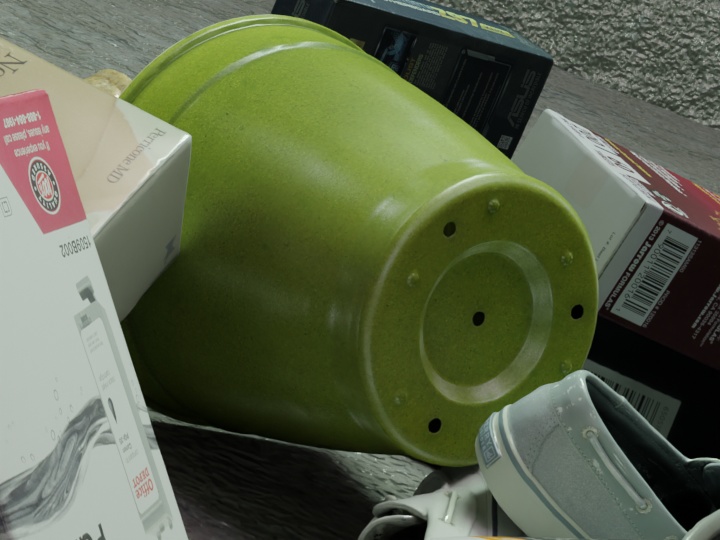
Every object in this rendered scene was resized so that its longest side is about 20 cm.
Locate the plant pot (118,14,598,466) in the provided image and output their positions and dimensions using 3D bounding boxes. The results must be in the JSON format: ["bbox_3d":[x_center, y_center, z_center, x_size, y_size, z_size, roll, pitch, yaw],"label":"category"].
[{"bbox_3d":[0.000,0.000,1.255,0.200,0.201,0.193,12,6,-37],"label":"plant pot"}]

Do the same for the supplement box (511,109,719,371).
[{"bbox_3d":[0.168,0.003,1.331,0.199,0.061,0.109,24,15,-34],"label":"supplement box"}]

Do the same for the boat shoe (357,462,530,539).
[{"bbox_3d":[0.028,0.124,1.162,0.065,0.072,0.200,25,20,-8],"label":"boat shoe"}]

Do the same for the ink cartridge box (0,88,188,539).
[{"bbox_3d":[-0.125,0.055,0.861,0.082,0.201,0.146,-17,3,15],"label":"ink cartridge box"}]

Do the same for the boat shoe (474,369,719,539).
[{"bbox_3d":[0.137,0.112,1.178,0.201,0.071,0.070,39,29,-28],"label":"boat shoe"}]

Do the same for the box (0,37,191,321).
[{"bbox_3d":[-0.179,-0.049,1.189,0.199,0.078,0.095,26,48,15],"label":"box"}]

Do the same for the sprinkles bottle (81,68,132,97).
[{"bbox_3d":[-0.191,-0.039,1.290,0.199,0.069,0.068,-19,34,-31],"label":"sprinkles bottle"}]

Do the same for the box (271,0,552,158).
[{"bbox_3d":[-0.003,-0.049,1.492,0.157,0.201,0.051,10,19,-40],"label":"box"}]

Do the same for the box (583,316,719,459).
[{"bbox_3d":[0.145,0.065,1.496,0.196,0.118,0.200,24,11,12],"label":"box"}]

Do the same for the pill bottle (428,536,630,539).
[{"bbox_3d":[0.088,0.155,1.011,0.116,0.117,0.200,31,16,37],"label":"pill bottle"}]

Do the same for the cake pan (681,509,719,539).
[{"bbox_3d":[0.146,0.179,0.936,0.200,0.037,0.201,30,47,-38],"label":"cake pan"}]
